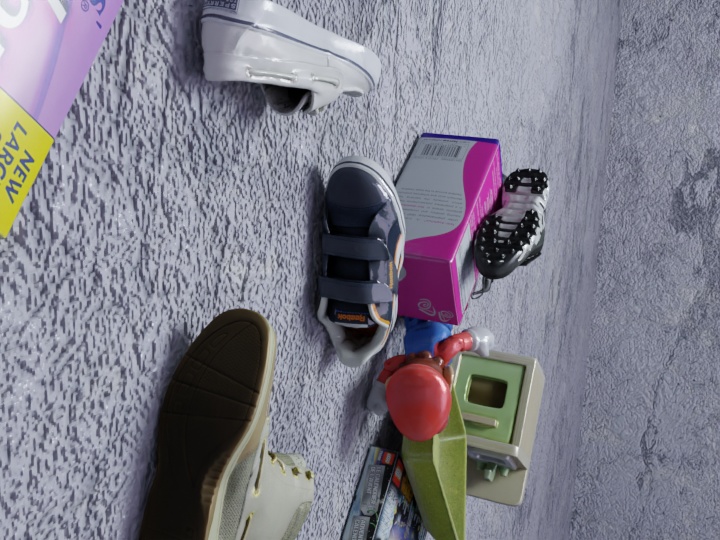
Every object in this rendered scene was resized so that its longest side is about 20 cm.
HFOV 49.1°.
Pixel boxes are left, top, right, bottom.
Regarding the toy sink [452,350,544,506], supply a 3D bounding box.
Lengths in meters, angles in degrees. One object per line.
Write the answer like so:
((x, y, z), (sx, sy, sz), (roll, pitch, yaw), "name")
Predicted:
((0.188, 0.229, 1.172), (0.112, 0.128, 0.204), (49, 54, -60), "toy sink")

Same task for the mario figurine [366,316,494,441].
((0.078, 0.110, 0.888), (0.124, 0.105, 0.202), (-52, -164, 41), "mario figurine")

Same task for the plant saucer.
((0.093, 0.220, 0.987), (0.202, 0.047, 0.203), (-79, 157, -51), "plant saucer")

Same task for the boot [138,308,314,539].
((-0.082, 0.135, 0.588), (0.154, 0.071, 0.205), (24, 80, -65), "boot")

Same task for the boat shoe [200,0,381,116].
((-0.047, -0.148, 0.590), (0.199, 0.071, 0.067), (-2, 103, -66), "boat shoe")

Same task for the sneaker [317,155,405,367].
((0.000, 0.000, 0.729), (0.080, 0.077, 0.204), (-61, 150, -51), "sneaker")

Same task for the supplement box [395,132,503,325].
((0.089, -0.052, 0.893), (0.105, 0.099, 0.202), (76, 32, -43), "supplement box")

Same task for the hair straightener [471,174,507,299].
((0.198, -0.055, 1.235), (0.077, 0.040, 0.205), (26, 77, -65), "hair straightener")

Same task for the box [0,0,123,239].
((-0.176, -0.140, 0.257), (0.201, 0.095, 0.179), (58, 45, -57), "box")

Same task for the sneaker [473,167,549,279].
((0.177, -0.033, 0.894), (0.201, 0.065, 0.092), (-57, 146, -50), "sneaker")

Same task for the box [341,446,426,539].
((0.034, 0.317, 0.949), (0.201, 0.039, 0.139), (63, 40, -52), "box")
